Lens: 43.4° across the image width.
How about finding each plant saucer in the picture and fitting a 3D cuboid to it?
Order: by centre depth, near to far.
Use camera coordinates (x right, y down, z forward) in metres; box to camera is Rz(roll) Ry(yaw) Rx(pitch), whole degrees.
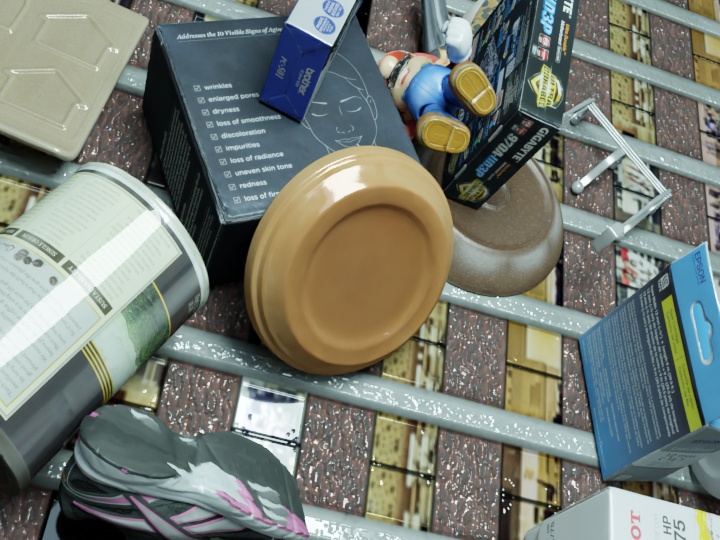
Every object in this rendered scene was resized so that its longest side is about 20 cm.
[{"bbox_3d":[0.000,0.000,0.751,0.197,0.204,0.037,-13,30,-26],"label":"plant saucer"},{"bbox_3d":[0.127,-0.073,0.923,0.196,0.037,0.204,10,60,-16],"label":"plant saucer"}]

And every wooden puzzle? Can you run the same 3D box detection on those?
[{"bbox_3d":[-0.311,-0.196,0.822,0.182,0.046,0.203,22,53,-8],"label":"wooden puzzle"}]

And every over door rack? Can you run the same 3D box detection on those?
[{"bbox_3d":[0.236,-0.099,0.948,0.149,0.067,0.199,52,37,10],"label":"over door rack"}]

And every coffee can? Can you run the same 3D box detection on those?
[{"bbox_3d":[-0.228,0.038,0.663,0.146,0.147,0.200,39,57,4],"label":"coffee can"}]

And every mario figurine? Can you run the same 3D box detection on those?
[{"bbox_3d":[0.052,-0.177,0.874,0.121,0.200,0.108,-22,112,-5],"label":"mario figurine"}]

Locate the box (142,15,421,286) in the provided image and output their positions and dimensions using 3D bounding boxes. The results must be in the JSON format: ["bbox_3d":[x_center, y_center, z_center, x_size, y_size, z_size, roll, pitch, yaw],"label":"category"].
[{"bbox_3d":[-0.073,-0.114,0.816,0.197,0.124,0.200,-11,68,-26],"label":"box"}]

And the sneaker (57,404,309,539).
[{"bbox_3d":[-0.133,0.169,0.678,0.198,0.087,0.081,29,26,-25],"label":"sneaker"}]

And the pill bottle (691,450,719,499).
[{"bbox_3d":[0.418,0.152,0.848,0.195,0.113,0.114,-2,63,-10],"label":"pill bottle"}]

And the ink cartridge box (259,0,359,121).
[{"bbox_3d":[-0.022,-0.233,0.774,0.044,0.094,0.202,25,56,-5],"label":"ink cartridge box"}]

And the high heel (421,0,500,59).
[{"bbox_3d":[0.152,-0.247,1.020,0.196,0.071,0.146,1,78,-27],"label":"high heel"}]

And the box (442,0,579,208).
[{"bbox_3d":[0.144,-0.184,0.862,0.045,0.159,0.203,20,63,-13],"label":"box"}]

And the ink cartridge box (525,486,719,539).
[{"bbox_3d":[0.243,0.281,0.709,0.196,0.146,0.149,16,58,-11],"label":"ink cartridge box"}]

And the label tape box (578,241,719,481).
[{"bbox_3d":[0.276,0.087,0.793,0.065,0.200,0.146,7,61,-18],"label":"label tape box"}]
